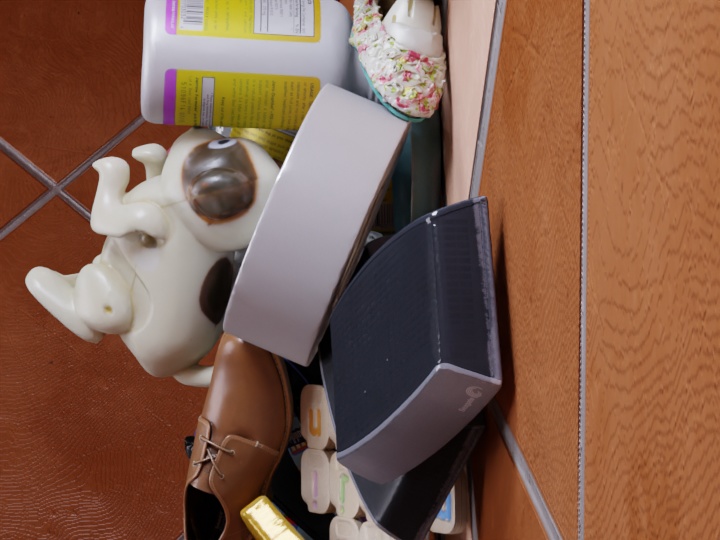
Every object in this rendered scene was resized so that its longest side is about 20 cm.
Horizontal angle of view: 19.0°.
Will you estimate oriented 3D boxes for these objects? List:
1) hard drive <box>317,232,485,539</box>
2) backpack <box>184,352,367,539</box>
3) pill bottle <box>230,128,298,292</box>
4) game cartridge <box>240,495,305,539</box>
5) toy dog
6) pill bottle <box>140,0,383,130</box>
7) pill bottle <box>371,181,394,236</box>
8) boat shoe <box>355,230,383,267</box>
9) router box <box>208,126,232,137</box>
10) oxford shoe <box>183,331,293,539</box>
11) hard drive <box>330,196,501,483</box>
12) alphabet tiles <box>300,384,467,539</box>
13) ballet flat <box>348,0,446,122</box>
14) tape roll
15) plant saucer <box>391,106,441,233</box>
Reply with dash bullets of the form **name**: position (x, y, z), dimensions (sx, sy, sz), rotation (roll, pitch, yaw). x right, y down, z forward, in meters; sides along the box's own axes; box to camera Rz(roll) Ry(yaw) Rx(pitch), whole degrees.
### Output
- **hard drive**: position (0.023, 0.079, 1.489), dimensions (0.200, 0.042, 0.135), rotation (-109, 36, -46)
- **backpack**: position (-0.016, 0.151, 1.758), dimensions (0.134, 0.200, 0.183), rotation (-37, -7, -42)
- **pill bottle**: position (-0.064, -0.072, 1.813), dimensions (0.113, 0.112, 0.201), rotation (-106, 34, -76)
- **game cartridge**: position (-0.015, 0.277, 1.669), dimensions (0.200, 0.032, 0.176), rotation (45, 167, 29)
- **toy dog**: position (-0.142, -0.023, 1.708), dimensions (0.194, 0.139, 0.200), rotation (47, 115, 24)
- **pill bottle**: position (-0.070, -0.162, 1.679), dimensions (0.104, 0.199, 0.105), rotation (-177, 90, -85)
- **pill bottle**: position (-0.012, -0.108, 1.919), dimensions (0.113, 0.112, 0.201), rotation (-169, 78, -86)
- **boat shoe**: position (0.000, 0.000, 1.789), dimensions (0.200, 0.073, 0.066), rotation (55, -143, -63)
- **router box**: position (-0.053, -0.120, 2.006), dimensions (0.062, 0.200, 0.151), rotation (5, 99, 43)
- **oxford shoe**: position (-0.100, 0.136, 1.661), dimensions (0.071, 0.071, 0.201), rotation (-28, -50, -55)
- **hard drive**: position (0.029, 0.047, 1.347), dimensions (0.200, 0.042, 0.135), rotation (133, 138, -60)
- **alphabet tiles**: position (0.015, 0.136, 1.584), dimensions (0.200, 0.015, 0.196), rotation (-1, 90, 55)
- **ballet flat**: position (0.030, -0.189, 1.606), dimensions (0.064, 0.075, 0.200), rotation (-60, 25, 30)
- **tape roll**: position (-0.031, -0.034, 1.585), dimensions (0.202, 0.071, 0.203), rotation (22, -90, -88)
- **plant saucer**: position (0.044, -0.092, 1.714), dimensions (0.200, 0.027, 0.201), rotation (178, 90, -87)
